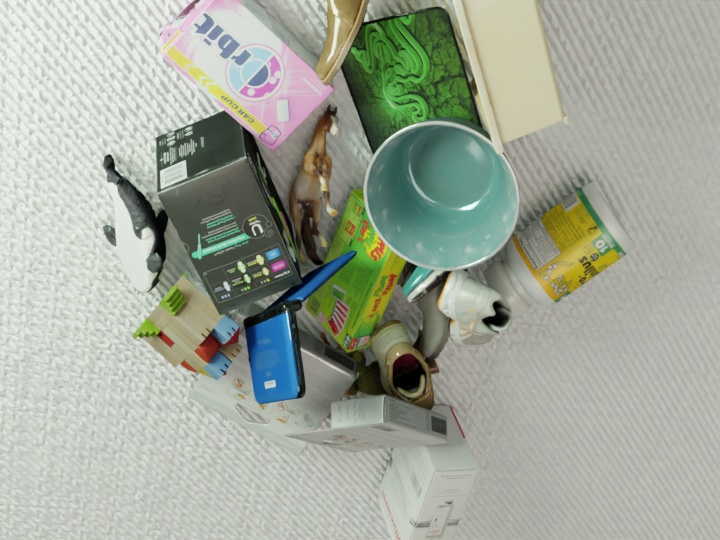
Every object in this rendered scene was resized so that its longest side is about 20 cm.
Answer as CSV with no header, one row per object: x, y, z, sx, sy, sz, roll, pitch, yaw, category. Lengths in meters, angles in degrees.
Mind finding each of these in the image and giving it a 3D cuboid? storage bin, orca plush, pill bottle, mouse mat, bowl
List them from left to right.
-0.293,-0.068,1.447,0.071,0.104,0.203,-42,127,-36,orca plush
0.061,-0.233,1.380,0.158,0.008,0.202,-7,127,21,mouse mat
0.110,-0.114,1.379,0.197,0.106,0.204,7,122,11,bowl
0.159,-0.284,1.276,0.092,0.200,0.202,-19,126,6,storage bin
0.275,-0.022,1.530,0.199,0.114,0.113,-36,123,15,pill bottle

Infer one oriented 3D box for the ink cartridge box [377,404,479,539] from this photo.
0.104,0.337,1.725,0.081,0.147,0.203,2,125,-20,ink cartridge box

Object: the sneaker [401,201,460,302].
0.109,-0.049,1.480,0.079,0.078,0.202,30,85,6,sneaker

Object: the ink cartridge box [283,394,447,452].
0.010,0.228,1.591,0.171,0.044,0.199,-10,160,29,ink cartridge box

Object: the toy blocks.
-0.222,0.091,1.465,0.136,0.100,0.200,41,151,-6,toy blocks

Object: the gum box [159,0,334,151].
-0.140,-0.257,1.323,0.113,0.067,0.199,-41,121,17,gum box

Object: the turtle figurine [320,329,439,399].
0.031,0.149,1.634,0.159,0.065,0.202,-24,125,7,turtle figurine

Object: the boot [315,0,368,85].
-0.024,-0.323,1.288,0.074,0.074,0.203,19,100,-12,boot

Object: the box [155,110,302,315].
-0.168,-0.077,1.392,0.122,0.150,0.202,-21,126,4,box

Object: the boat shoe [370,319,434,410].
0.067,0.157,1.565,0.073,0.067,0.201,-29,136,0,boat shoe

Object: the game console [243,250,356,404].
-0.074,0.079,1.432,0.116,0.200,0.174,-7,84,-21,game console

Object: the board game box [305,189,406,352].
0.000,0.000,1.500,0.047,0.101,0.202,-12,135,-45,board game box

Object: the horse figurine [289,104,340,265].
-0.061,-0.098,1.427,0.049,0.134,0.202,0,138,-16,horse figurine

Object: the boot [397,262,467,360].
0.076,0.022,1.550,0.128,0.068,0.204,10,105,-12,boot

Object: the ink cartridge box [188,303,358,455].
-0.128,0.160,1.593,0.198,0.044,0.175,29,120,-11,ink cartridge box

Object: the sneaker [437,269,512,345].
0.172,0.069,1.504,0.077,0.091,0.200,-63,155,-10,sneaker
